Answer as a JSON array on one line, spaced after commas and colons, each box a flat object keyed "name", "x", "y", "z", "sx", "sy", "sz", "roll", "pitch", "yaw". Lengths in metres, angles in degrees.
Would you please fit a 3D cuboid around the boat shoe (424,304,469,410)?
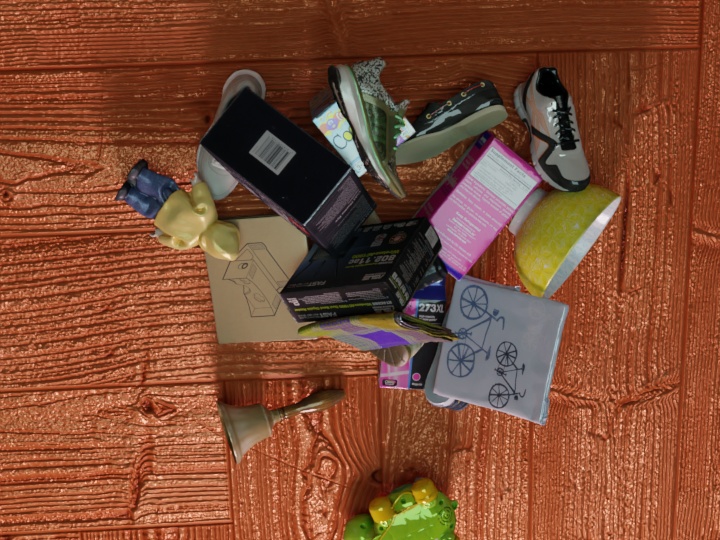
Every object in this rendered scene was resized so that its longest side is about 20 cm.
[{"name": "boat shoe", "x": 0.165, "y": 0.124, "z": 1.793, "sx": 0.071, "sy": 0.091, "sz": 0.201, "roll": 22, "pitch": 86, "yaw": 29}]

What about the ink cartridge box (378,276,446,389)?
[{"name": "ink cartridge box", "x": 0.083, "y": 0.090, "z": 1.796, "sx": 0.094, "sy": 0.037, "sz": 0.200, "roll": 4, "pitch": 103, "yaw": -4}]

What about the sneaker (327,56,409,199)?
[{"name": "sneaker", "x": 0.032, "y": -0.190, "z": 1.488, "sx": 0.088, "sy": 0.077, "sz": 0.200, "roll": -25, "pitch": 108, "yaw": -4}]

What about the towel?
[{"name": "towel", "x": 0.025, "y": 0.089, "z": 1.631, "sx": 0.144, "sy": 0.200, "sz": 0.023, "roll": 19, "pitch": 69, "yaw": -47}]

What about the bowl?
[{"name": "bowl", "x": 0.288, "y": -0.061, "z": 1.704, "sx": 0.108, "sy": 0.200, "sz": 0.200, "roll": 37, "pitch": 101, "yaw": 15}]

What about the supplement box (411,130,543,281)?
[{"name": "supplement box", "x": 0.169, "y": -0.101, "z": 1.712, "sx": 0.103, "sy": 0.101, "sz": 0.200, "roll": 38, "pitch": 99, "yaw": -12}]

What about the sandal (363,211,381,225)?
[{"name": "sandal", "x": -0.041, "y": -0.103, "z": 1.713, "sx": 0.078, "sy": 0.070, "sz": 0.212, "roll": -37, "pitch": 105, "yaw": 7}]

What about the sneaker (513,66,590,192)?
[{"name": "sneaker", "x": 0.282, "y": -0.206, "z": 1.649, "sx": 0.074, "sy": 0.080, "sz": 0.200, "roll": -13, "pitch": 69, "yaw": -22}]

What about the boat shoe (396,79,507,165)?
[{"name": "boat shoe", "x": 0.118, "y": -0.218, "z": 1.699, "sx": 0.201, "sy": 0.074, "sz": 0.063, "roll": -25, "pitch": 70, "yaw": 13}]

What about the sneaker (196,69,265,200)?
[{"name": "sneaker", "x": -0.196, "y": -0.195, "z": 1.665, "sx": 0.076, "sy": 0.092, "sz": 0.200, "roll": 15, "pitch": 104, "yaw": -7}]

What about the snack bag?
[{"name": "snack bag", "x": 0.208, "y": 0.113, "z": 1.681, "sx": 0.200, "sy": 0.021, "sz": 0.189, "roll": 13, "pitch": 93, "yaw": 36}]

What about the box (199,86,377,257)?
[{"name": "box", "x": -0.096, "y": -0.133, "z": 1.590, "sx": 0.200, "sy": 0.182, "sz": 0.104, "roll": 38, "pitch": 88, "yaw": 18}]

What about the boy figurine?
[{"name": "boy figurine", "x": -0.260, "y": -0.087, "z": 1.688, "sx": 0.200, "sy": 0.064, "sz": 0.124, "roll": 31, "pitch": 110, "yaw": -3}]

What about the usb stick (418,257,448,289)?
[{"name": "usb stick", "x": 0.033, "y": 0.034, "z": 1.679, "sx": 0.200, "sy": 0.055, "sz": 0.033, "roll": -25, "pitch": 66, "yaw": 12}]

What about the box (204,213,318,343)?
[{"name": "box", "x": -0.154, "y": 0.013, "z": 1.750, "sx": 0.163, "sy": 0.021, "sz": 0.200, "roll": -4, "pitch": 107, "yaw": 8}]

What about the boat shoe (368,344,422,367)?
[{"name": "boat shoe", "x": 0.006, "y": 0.068, "z": 1.757, "sx": 0.200, "sy": 0.063, "sz": 0.073, "roll": 34, "pitch": 130, "yaw": 14}]

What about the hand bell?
[{"name": "hand bell", "x": -0.119, "y": 0.224, "z": 1.804, "sx": 0.200, "sy": 0.104, "sz": 0.104, "roll": -18, "pitch": 106, "yaw": -11}]

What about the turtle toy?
[{"name": "turtle toy", "x": 0.066, "y": 0.412, "z": 1.848, "sx": 0.200, "sy": 0.101, "sz": 0.146, "roll": -23, "pitch": 106, "yaw": 3}]

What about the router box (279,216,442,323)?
[{"name": "router box", "x": 0.000, "y": 0.000, "z": 1.645, "sx": 0.200, "sy": 0.150, "sz": 0.062, "roll": -7, "pitch": 126, "yaw": 37}]

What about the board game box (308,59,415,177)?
[{"name": "board game box", "x": -0.001, "y": -0.220, "z": 1.616, "sx": 0.105, "sy": 0.200, "sz": 0.103, "roll": -38, "pitch": 104, "yaw": 7}]
